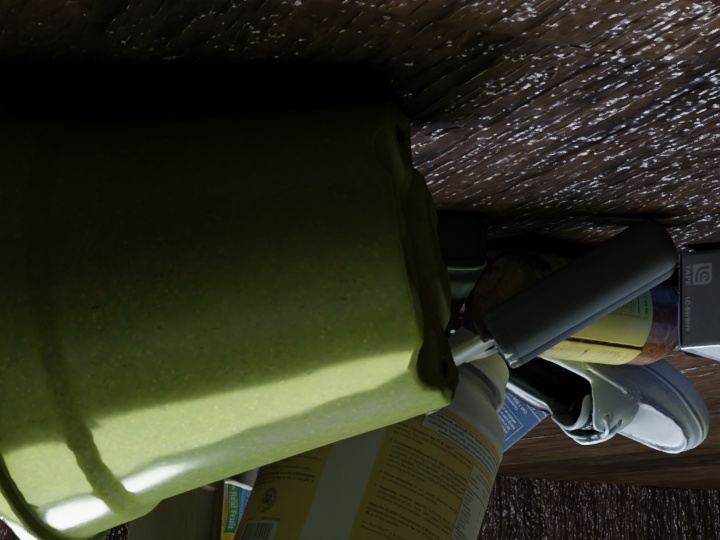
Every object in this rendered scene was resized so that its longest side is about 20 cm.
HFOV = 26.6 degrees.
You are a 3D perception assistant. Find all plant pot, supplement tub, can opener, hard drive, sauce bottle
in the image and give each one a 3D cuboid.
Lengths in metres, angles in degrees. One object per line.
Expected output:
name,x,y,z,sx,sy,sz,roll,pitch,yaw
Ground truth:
plant pot,-0.058,0.010,0.659,0.182,0.203,0.200,-10,167,10
supplement tub,0.008,0.137,0.952,0.144,0.202,0.146,17,156,8
can opener,0.084,0.024,0.862,0.198,0.067,0.053,-26,168,4
hard drive,0.000,0.000,0.946,0.137,0.033,0.200,2,169,-1
sauce bottle,0.160,0.029,0.972,0.198,0.067,0.066,10,167,-40

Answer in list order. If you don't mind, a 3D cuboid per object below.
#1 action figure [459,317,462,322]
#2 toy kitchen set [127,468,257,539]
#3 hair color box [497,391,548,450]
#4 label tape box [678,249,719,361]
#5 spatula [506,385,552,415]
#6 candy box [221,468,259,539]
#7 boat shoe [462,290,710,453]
action figure,-0.005,0.078,1.260,0.197,0.066,0.099,-1,160,18
toy kitchen set,-0.160,0.080,0.948,0.178,0.203,0.163,2,169,7
hair color box,0.072,0.142,1.249,0.200,0.061,0.100,-41,178,9
label tape box,0.310,0.022,0.911,0.198,0.064,0.143,-5,167,37
spatula,0.060,0.058,1.091,0.198,0.021,0.056,25,165,-11
candy box,-0.080,0.111,1.099,0.101,0.203,0.026,-1,157,18
boat shoe,0.147,0.079,1.022,0.200,0.072,0.070,33,143,-14
